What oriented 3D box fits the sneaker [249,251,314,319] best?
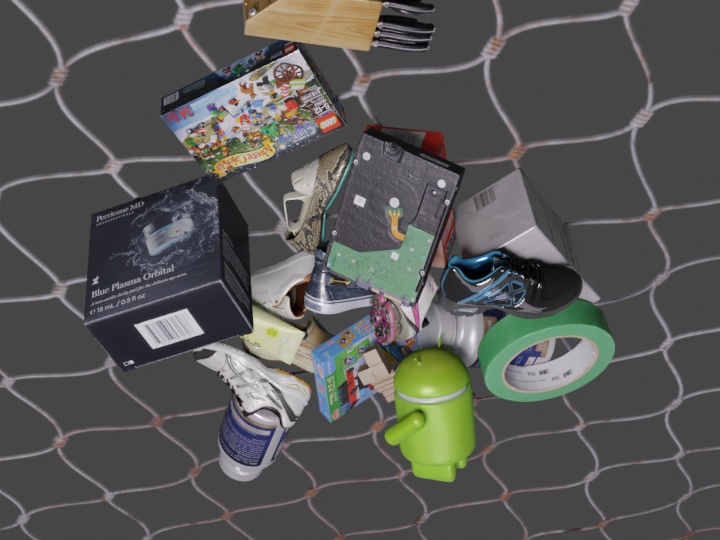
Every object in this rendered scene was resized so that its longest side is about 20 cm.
[{"bbox_3d":[-0.133,0.043,1.621,0.198,0.086,0.073,-28,135,22],"label":"sneaker"}]

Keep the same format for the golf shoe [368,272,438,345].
[{"bbox_3d":[0.065,0.010,1.526,0.091,0.073,0.202,-15,134,-23],"label":"golf shoe"}]

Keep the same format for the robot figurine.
[{"bbox_3d":[0.109,0.204,1.606,0.114,0.175,0.203,5,112,31],"label":"robot figurine"}]

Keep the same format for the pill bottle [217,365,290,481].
[{"bbox_3d":[-0.176,0.261,1.824,0.109,0.112,0.201,8,135,-17],"label":"pill bottle"}]

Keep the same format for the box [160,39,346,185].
[{"bbox_3d":[-0.135,-0.201,1.393,0.198,0.038,0.137,-23,135,15],"label":"box"}]

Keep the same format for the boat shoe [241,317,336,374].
[{"bbox_3d":[-0.082,0.111,1.716,0.197,0.072,0.077,11,123,-19],"label":"boat shoe"}]

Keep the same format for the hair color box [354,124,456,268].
[{"bbox_3d":[0.064,-0.098,1.490,0.109,0.064,0.201,8,142,19],"label":"hair color box"}]

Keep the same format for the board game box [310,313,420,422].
[{"bbox_3d":[0.018,0.131,1.704,0.199,0.037,0.152,-32,142,-22],"label":"board game box"}]

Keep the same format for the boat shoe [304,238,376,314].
[{"bbox_3d":[0.000,0.000,1.572,0.199,0.070,0.092,-15,121,-53],"label":"boat shoe"}]

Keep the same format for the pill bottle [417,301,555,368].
[{"bbox_3d":[0.193,0.095,1.693,0.197,0.112,0.112,5,136,-22],"label":"pill bottle"}]

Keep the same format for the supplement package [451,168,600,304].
[{"bbox_3d":[0.238,-0.023,1.580,0.120,0.121,0.200,-30,132,21],"label":"supplement package"}]

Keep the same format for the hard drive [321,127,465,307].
[{"bbox_3d":[0.040,-0.066,1.411,0.138,0.038,0.202,23,117,12],"label":"hard drive"}]

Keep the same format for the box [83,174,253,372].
[{"bbox_3d":[-0.256,0.001,1.469,0.194,0.202,0.118,-17,138,9],"label":"box"}]

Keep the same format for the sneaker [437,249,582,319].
[{"bbox_3d":[0.205,0.016,1.475,0.197,0.074,0.083,-5,135,-4],"label":"sneaker"}]

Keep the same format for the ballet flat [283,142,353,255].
[{"bbox_3d":[-0.067,-0.098,1.499,0.074,0.068,0.201,12,137,-8],"label":"ballet flat"}]

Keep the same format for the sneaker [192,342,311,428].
[{"bbox_3d":[-0.177,0.177,1.694,0.198,0.089,0.076,25,169,0],"label":"sneaker"}]

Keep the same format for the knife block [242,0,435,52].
[{"bbox_3d":[-0.017,-0.298,1.290,0.198,0.065,0.176,-27,133,19],"label":"knife block"}]

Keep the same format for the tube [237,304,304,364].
[{"bbox_3d":[-0.178,0.067,1.601,0.198,0.052,0.058,29,175,0],"label":"tube"}]

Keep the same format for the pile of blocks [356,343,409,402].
[{"bbox_3d":[0.043,0.161,1.685,0.061,0.083,0.200,-22,143,20],"label":"pile of blocks"}]

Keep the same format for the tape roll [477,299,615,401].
[{"bbox_3d":[0.274,0.121,1.619,0.197,0.049,0.202,-9,142,-7],"label":"tape roll"}]
